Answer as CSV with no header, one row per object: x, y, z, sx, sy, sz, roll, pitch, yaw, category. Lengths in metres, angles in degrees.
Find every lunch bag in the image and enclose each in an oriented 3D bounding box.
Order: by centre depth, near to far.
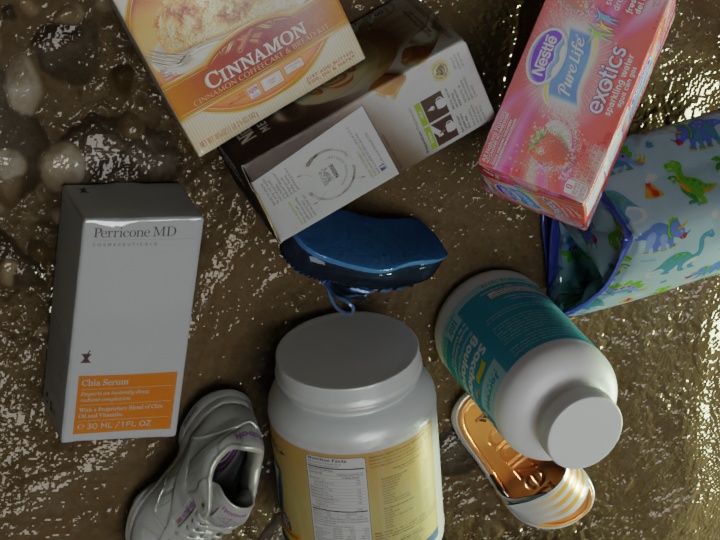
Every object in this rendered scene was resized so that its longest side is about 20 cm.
0.257,-0.039,1.704,0.169,0.128,0.200,-15,151,-16,lunch bag

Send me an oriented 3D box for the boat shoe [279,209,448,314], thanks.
0.000,0.000,1.605,0.199,0.084,0.069,8,132,-51,boat shoe

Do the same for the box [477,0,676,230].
0.175,-0.147,1.563,0.094,0.103,0.201,22,83,10,box

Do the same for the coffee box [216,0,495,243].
-0.012,-0.123,1.543,0.199,0.114,0.080,-31,125,-6,coffee box

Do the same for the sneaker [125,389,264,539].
-0.141,0.203,1.670,0.075,0.100,0.201,13,112,-31,sneaker

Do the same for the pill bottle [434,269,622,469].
0.148,0.088,1.674,0.110,0.200,0.111,-10,119,-18,pill bottle

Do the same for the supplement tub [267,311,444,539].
-0.004,0.152,1.676,0.144,0.145,0.201,-14,121,-16,supplement tub

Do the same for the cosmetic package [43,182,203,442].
-0.193,0.034,1.574,0.101,0.071,0.201,-2,117,-22,cosmetic package

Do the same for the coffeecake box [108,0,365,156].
-0.109,-0.214,1.476,0.153,0.073,0.201,-31,124,-5,coffeecake box

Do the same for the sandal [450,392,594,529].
0.155,0.188,1.816,0.079,0.059,0.207,-43,125,3,sandal
